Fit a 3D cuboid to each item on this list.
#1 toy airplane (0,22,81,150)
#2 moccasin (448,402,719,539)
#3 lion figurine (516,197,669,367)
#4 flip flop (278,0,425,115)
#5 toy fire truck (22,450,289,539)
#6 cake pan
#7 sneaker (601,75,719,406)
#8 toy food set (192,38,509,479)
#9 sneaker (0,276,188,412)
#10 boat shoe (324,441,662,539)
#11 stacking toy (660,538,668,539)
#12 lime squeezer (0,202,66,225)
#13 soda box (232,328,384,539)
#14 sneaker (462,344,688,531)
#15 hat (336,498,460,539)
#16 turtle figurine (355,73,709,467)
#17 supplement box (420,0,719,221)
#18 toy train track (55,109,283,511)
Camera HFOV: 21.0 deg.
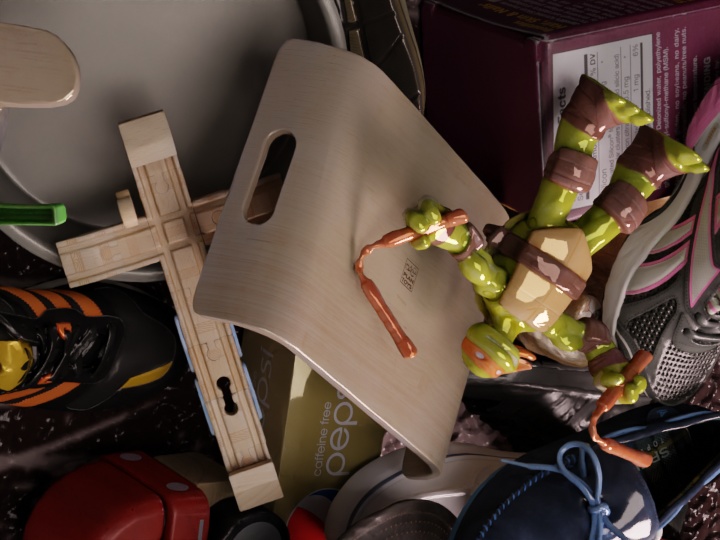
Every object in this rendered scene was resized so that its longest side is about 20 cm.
[{"bbox_3d":[-0.253,-0.086,0.849,0.199,0.200,0.141,-41,161,-20],"label":"toy airplane"},{"bbox_3d":[0.123,0.112,1.010,0.200,0.068,0.081,-33,97,-40],"label":"moccasin"},{"bbox_3d":[0.158,-0.017,1.114,0.122,0.072,0.201,34,56,-11],"label":"lion figurine"},{"bbox_3d":[-0.012,-0.140,0.996,0.080,0.058,0.201,-7,112,16],"label":"flip flop"},{"bbox_3d":[-0.158,0.185,0.997,0.199,0.128,0.178,-2,106,-38],"label":"toy fire truck"},{"bbox_3d":[-0.106,-0.094,0.949,0.199,0.037,0.202,-4,112,-11],"label":"cake pan"},{"bbox_3d":[0.189,-0.006,0.990,0.080,0.086,0.201,-5,128,-28],"label":"sneaker"},{"bbox_3d":[0.000,0.000,0.959,0.200,0.060,0.144,43,58,-49],"label":"toy food set"},{"bbox_3d":[-0.166,0.041,0.952,0.199,0.090,0.071,10,101,-29],"label":"sneaker"},{"bbox_3d":[0.077,0.134,1.053,0.199,0.065,0.074,-4,110,-31],"label":"boat shoe"},{"bbox_3d":[0.143,0.199,1.161,0.199,0.146,0.147,29,91,-15],"label":"stacking toy"},{"bbox_3d":[-0.218,-0.019,0.909,0.198,0.071,0.038,-3,113,15],"label":"lime squeezer"},{"bbox_3d":[-0.031,0.098,1.054,0.064,0.068,0.202,1,105,-29],"label":"soda box"},{"bbox_3d":[0.112,0.097,1.135,0.199,0.060,0.105,4,100,-31],"label":"sneaker"},{"bbox_3d":[-0.021,0.204,0.977,0.200,0.080,0.202,-23,119,-50],"label":"hat"},{"bbox_3d":[0.100,-0.002,0.952,0.199,0.064,0.162,35,91,-23],"label":"turtle figurine"},{"bbox_3d":[0.150,-0.106,1.052,0.199,0.131,0.104,-13,112,-23],"label":"supplement box"},{"bbox_3d":[-0.076,0.023,0.941,0.114,0.033,0.201,-18,102,-5],"label":"toy train track"}]
